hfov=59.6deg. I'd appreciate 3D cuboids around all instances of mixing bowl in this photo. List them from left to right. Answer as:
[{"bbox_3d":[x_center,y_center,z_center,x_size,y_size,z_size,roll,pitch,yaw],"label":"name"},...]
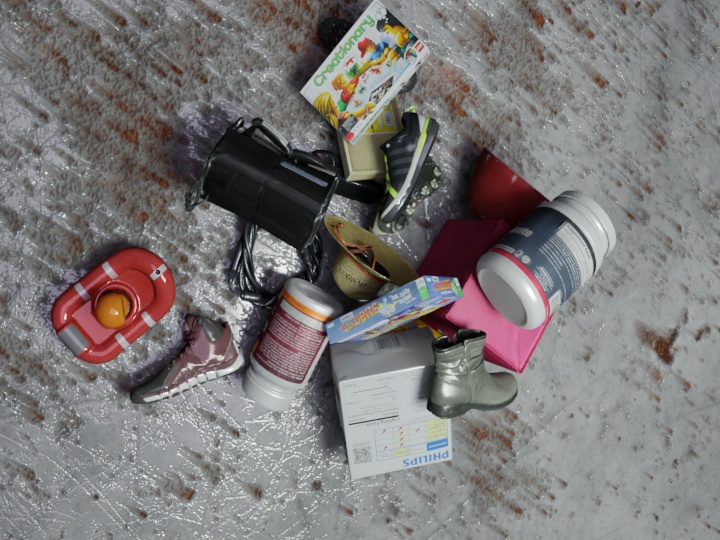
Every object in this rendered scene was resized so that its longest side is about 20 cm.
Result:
[{"bbox_3d":[0.277,-0.126,1.191,0.198,0.201,0.109,33,104,-19],"label":"mixing bowl"}]

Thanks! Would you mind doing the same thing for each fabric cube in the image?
[{"bbox_3d":[0.226,0.041,1.167,0.194,0.199,0.203,36,82,-20],"label":"fabric cube"}]

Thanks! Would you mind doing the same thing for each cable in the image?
[{"bbox_3d":[-0.138,-0.029,1.105,0.159,0.051,0.206,21,86,-20],"label":"cable"}]

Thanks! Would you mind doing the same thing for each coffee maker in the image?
[{"bbox_3d":[-0.151,-0.119,1.008,0.196,0.135,0.196,27,65,-3],"label":"coffee maker"}]

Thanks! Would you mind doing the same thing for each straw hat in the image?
[{"bbox_3d":[0.000,0.000,1.061,0.198,0.202,0.086,30,107,-20],"label":"straw hat"}]

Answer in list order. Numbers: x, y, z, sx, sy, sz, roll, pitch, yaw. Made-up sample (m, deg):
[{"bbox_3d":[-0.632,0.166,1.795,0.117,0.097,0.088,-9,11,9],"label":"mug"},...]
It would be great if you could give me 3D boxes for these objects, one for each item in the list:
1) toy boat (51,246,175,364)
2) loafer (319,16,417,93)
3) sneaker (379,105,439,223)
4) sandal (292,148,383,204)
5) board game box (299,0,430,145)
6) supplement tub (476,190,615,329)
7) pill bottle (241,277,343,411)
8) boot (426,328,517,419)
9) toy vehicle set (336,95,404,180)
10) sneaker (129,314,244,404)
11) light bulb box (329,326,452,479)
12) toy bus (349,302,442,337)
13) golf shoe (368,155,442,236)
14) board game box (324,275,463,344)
[{"bbox_3d":[-0.381,0.055,0.979,0.199,0.130,0.132,-41,106,-12],"label":"toy boat"},{"bbox_3d":[0.015,-0.378,1.110,0.198,0.070,0.069,36,115,8],"label":"loafer"},{"bbox_3d":[0.064,-0.180,1.068,0.081,0.072,0.205,24,81,5],"label":"sneaker"},{"bbox_3d":[-0.048,-0.175,1.126,0.196,0.075,0.049,20,62,-28],"label":"sandal"},{"bbox_3d":[0.007,-0.331,1.054,0.126,0.035,0.201,43,98,9],"label":"board game box"},{"bbox_3d":[0.296,-0.019,1.008,0.199,0.140,0.142,-39,106,-14],"label":"supplement tub"},{"bbox_3d":[-0.120,0.128,1.076,0.112,0.114,0.204,25,100,-19],"label":"pill bottle"},{"bbox_3d":[0.194,0.159,1.029,0.195,0.067,0.135,-6,112,-33],"label":"boot"},{"bbox_3d":[0.016,-0.263,1.118,0.120,0.027,0.206,-6,76,-20],"label":"toy vehicle set"},{"bbox_3d":[-0.300,0.139,1.054,0.196,0.075,0.119,-19,96,-28],"label":"sneaker"},{"bbox_3d":[0.054,0.233,1.114,0.192,0.125,0.206,-9,114,-7],"label":"light bulb box"},{"bbox_3d":[0.073,0.117,1.186,0.198,0.065,0.080,34,83,-19],"label":"toy bus"},{"bbox_3d":[0.080,-0.142,1.169,0.078,0.087,0.201,47,56,-10],"label":"golf shoe"},{"bbox_3d":[0.056,0.065,1.019,0.134,0.197,0.035,4,63,-59],"label":"board game box"}]
